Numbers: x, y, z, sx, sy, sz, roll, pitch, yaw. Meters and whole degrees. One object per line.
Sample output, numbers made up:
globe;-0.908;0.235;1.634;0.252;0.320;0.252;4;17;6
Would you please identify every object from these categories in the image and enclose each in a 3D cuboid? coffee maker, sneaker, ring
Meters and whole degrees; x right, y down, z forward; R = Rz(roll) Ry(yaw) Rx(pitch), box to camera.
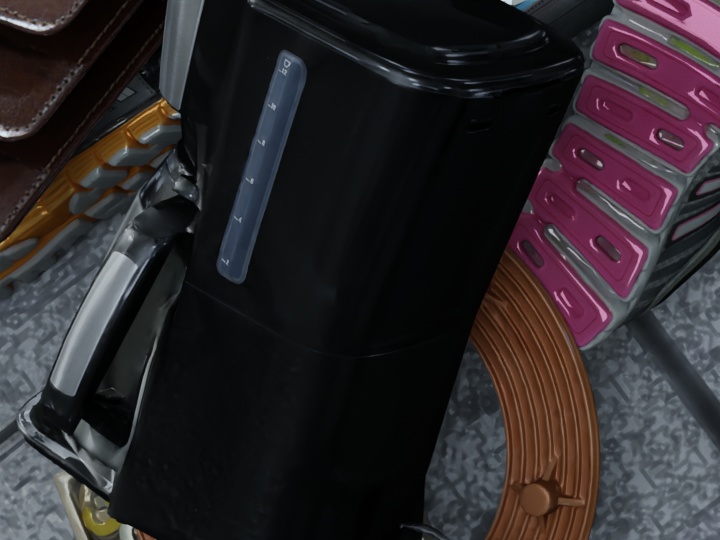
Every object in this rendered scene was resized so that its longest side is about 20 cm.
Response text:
coffee maker;0.000;0.000;0.957;0.192;0.135;0.200;22;113;4
sneaker;0.120;-0.056;1.037;0.074;0.087;0.200;35;105;15
ring;-0.007;0.065;1.047;0.200;0.019;0.201;3;97;26
sneaker;-0.118;-0.057;1.097;0.200;0.078;0.077;-32;77;10

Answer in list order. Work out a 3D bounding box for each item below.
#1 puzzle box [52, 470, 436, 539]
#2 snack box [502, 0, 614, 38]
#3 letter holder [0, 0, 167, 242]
puzzle box;-0.024;0.147;1.095;0.133;0.025;0.200;-24;84;9
snack box;0.111;-0.138;1.029;0.200;0.116;0.037;-33;83;9
letter holder;-0.178;-0.119;0.979;0.200;0.101;0.142;33;74;10
